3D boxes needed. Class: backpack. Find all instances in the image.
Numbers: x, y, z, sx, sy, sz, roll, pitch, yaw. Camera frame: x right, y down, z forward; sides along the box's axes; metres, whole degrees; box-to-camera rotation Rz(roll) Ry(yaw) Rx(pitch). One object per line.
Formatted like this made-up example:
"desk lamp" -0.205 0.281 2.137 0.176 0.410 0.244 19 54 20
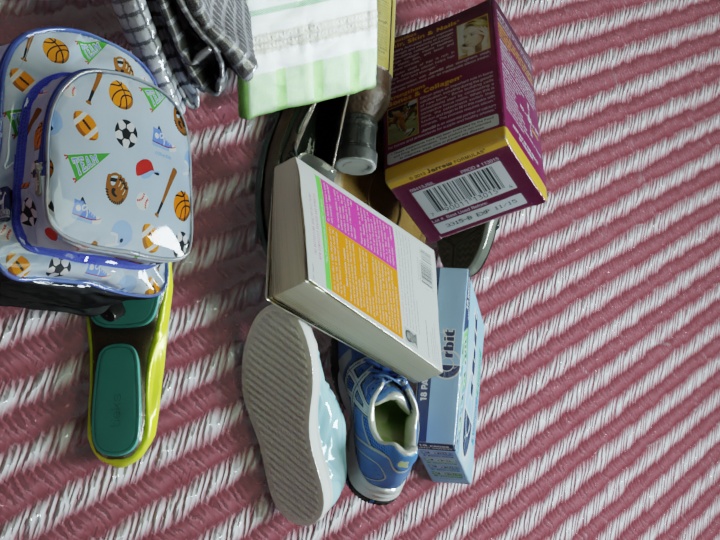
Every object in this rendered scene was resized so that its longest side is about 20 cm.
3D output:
"backpack" -0.212 -0.075 1.231 0.200 0.153 0.192 13 64 -54

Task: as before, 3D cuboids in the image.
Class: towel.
"towel" -0.144 -0.230 1.343 0.200 0.085 0.166 -100 171 -63
"towel" -0.050 -0.241 1.499 0.149 0.031 0.201 -16 119 -32

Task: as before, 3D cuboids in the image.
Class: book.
"book" 0.000 0.000 1.529 0.200 0.048 0.134 33 44 -41

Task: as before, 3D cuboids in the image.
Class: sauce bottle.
"sauce bottle" -0.001 -0.189 1.638 0.065 0.064 0.201 35 52 -51

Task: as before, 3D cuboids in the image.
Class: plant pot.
"plant pot" 0.015 -0.064 1.695 0.200 0.027 0.201 10 78 -57

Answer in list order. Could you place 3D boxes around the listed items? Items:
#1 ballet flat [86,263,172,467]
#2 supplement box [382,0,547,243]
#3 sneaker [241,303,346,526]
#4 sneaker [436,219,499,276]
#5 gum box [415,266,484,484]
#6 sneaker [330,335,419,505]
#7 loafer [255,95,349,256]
"ballet flat" -0.178 0.052 1.351 0.067 0.066 0.201 38 55 -76
"supplement box" 0.098 -0.147 1.694 0.103 0.130 0.201 50 29 -43
"sneaker" -0.053 0.118 1.531 0.082 0.073 0.201 -37 126 -62
"sneaker" 0.138 -0.074 1.846 0.114 0.076 0.201 33 53 -44
"gum box" 0.088 0.107 1.703 0.200 0.044 0.171 64 31 -70
"sneaker" 0.022 0.110 1.592 0.075 0.077 0.201 6 56 -25
"loafer" -0.048 -0.107 1.566 0.072 0.063 0.201 32 60 -52
